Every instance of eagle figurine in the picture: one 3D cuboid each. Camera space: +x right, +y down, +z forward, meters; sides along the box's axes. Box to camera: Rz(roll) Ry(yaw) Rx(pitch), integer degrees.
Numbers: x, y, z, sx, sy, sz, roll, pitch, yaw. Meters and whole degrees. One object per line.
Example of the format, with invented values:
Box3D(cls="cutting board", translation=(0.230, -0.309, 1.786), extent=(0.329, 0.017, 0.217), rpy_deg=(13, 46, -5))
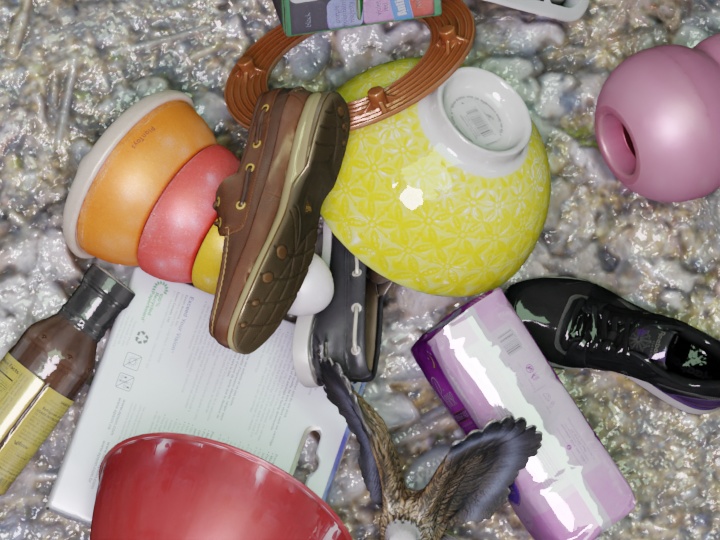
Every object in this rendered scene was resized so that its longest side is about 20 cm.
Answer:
Box3D(cls="eagle figurine", translation=(0.037, 0.162, 1.625), extent=(0.152, 0.151, 0.200), rpy_deg=(0, 111, -28))

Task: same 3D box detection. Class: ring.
Box3D(cls="ring", translation=(-0.011, -0.164, 1.699), extent=(0.200, 0.200, 0.019), rpy_deg=(-28, 125, -11))

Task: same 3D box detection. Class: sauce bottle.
Box3D(cls="sauce bottle", translation=(-0.242, 0.086, 1.671), extent=(0.065, 0.065, 0.200), rpy_deg=(39, 87, 0))

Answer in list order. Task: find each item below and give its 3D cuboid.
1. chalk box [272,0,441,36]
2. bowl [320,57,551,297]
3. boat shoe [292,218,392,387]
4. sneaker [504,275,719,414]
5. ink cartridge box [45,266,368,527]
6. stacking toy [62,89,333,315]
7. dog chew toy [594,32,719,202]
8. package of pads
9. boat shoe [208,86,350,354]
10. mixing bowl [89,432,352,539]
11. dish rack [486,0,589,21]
Box3D(cls="chalk box", translation=(-0.010, -0.260, 1.683), extent=(0.124, 0.200, 0.125), rpy_deg=(-9, 125, -9))
Box3D(cls="bowl", translation=(0.069, -0.090, 1.685), extent=(0.200, 0.108, 0.200), rpy_deg=(15, 54, -21))
Box3D(cls="boat shoe", translation=(0.000, 0.000, 1.696), extent=(0.060, 0.074, 0.200), rpy_deg=(0, 52, 21))
Box3D(cls="sneaker", translation=(0.207, 0.049, 1.734), extent=(0.200, 0.088, 0.076), rpy_deg=(18, 80, -4))
Box3D(cls="ink cartridge box", translation=(-0.113, 0.122, 1.705), extent=(0.200, 0.041, 0.200), rpy_deg=(21, 79, -4))
Box3D(cls="stacking toy", translation=(-0.107, -0.027, 1.655), extent=(0.200, 0.146, 0.146), rpy_deg=(35, 78, 16))
Box3D(cls="dog chew toy", translation=(0.286, -0.132, 1.760), extent=(0.200, 0.125, 0.125), rpy_deg=(-22, 85, -18))
Box3D(cls="package of pads", translation=(0.122, 0.116, 1.697), extent=(0.076, 0.121, 0.200), rpy_deg=(-32, 87, -11))
Box3D(cls="boat shoe", translation=(-0.069, -0.038, 1.589), extent=(0.068, 0.072, 0.200), rpy_deg=(13, 75, 22))
Box3D(cls="mixing bowl", translation=(-0.112, 0.217, 1.569), extent=(0.200, 0.200, 0.108), rpy_deg=(26, 54, -3))
Box3D(cls="dish rack", translation=(0.109, -0.299, 1.768), extent=(0.172, 0.044, 0.200), rpy_deg=(7, 78, -42))
